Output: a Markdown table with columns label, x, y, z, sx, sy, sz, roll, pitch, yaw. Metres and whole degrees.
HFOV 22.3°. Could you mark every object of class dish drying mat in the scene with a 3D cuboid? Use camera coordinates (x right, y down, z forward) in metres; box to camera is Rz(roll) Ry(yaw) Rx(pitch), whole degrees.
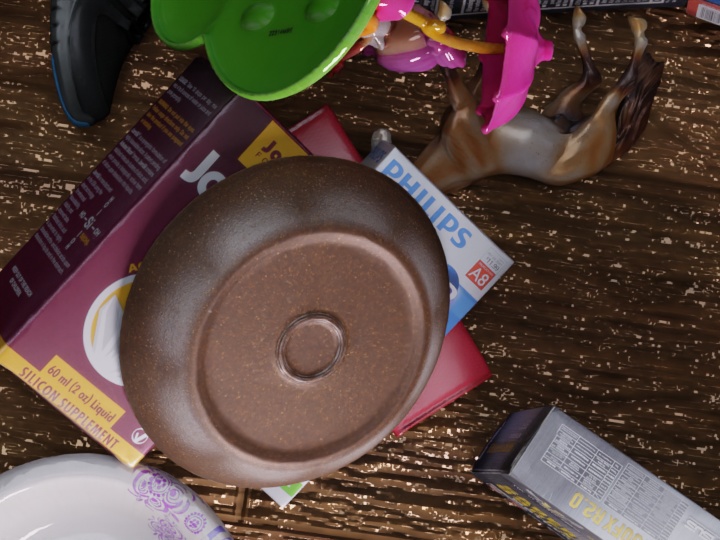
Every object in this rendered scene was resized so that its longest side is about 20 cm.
| label | x | y | z | sx | sy | sz | roll | pitch | yaw |
| --- | --- | --- | --- | --- | --- | --- | --- | --- | --- |
| dish drying mat | 0.000 | 0.000 | 1.142 | 0.077 | 0.018 | 0.200 | -31 | 86 | -6 |

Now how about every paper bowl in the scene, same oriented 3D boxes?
| label | x | y | z | sx | sy | sz | roll | pitch | yaw |
| --- | --- | --- | --- | --- | --- | --- | --- | --- | --- |
| paper bowl | -0.160 | 0.208 | 1.065 | 0.200 | 0.104 | 0.202 | 0 | 85 | -5 |

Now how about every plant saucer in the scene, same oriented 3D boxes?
| label | x | y | z | sx | sy | sz | roll | pitch | yaw |
| --- | --- | --- | --- | --- | --- | --- | --- | --- | --- |
| plant saucer | -0.033 | 0.037 | 1.008 | 0.200 | 0.037 | 0.201 | -10 | 115 | -21 |

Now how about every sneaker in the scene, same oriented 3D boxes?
| label | x | y | z | sx | sy | sz | roll | pitch | yaw |
| --- | --- | --- | --- | --- | --- | --- | --- | --- | --- |
| sneaker | -0.142 | -0.185 | 1.122 | 0.082 | 0.073 | 0.201 | 9 | 84 | -2 |

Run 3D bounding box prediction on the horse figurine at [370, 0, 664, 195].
| label | x | y | z | sx | sy | sz | roll | pitch | yaw |
| --- | --- | --- | --- | --- | --- | --- | --- | --- | --- |
| horse figurine | 0.104 | -0.099 | 1.129 | 0.199 | 0.050 | 0.133 | 1 | 109 | -21 |

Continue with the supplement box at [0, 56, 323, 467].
| label | x | y | z | sx | sy | sz | roll | pitch | yaw |
| --- | --- | --- | --- | --- | --- | --- | --- | --- | --- |
| supplement box | -0.109 | -0.006 | 1.028 | 0.200 | 0.086 | 0.110 | -48 | 118 | -1 |

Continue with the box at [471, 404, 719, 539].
| label | x | y | z | sx | sy | sz | roll | pitch | yaw |
| --- | --- | --- | --- | --- | --- | --- | --- | --- | --- |
| box | 0.167 | 0.156 | 1.066 | 0.200 | 0.158 | 0.048 | 35 | 83 | -1 |

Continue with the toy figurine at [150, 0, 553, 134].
| label | x | y | z | sx | sy | sz | roll | pitch | yaw |
| --- | --- | --- | --- | --- | --- | --- | --- | --- | --- |
| toy figurine | 0.013 | -0.136 | 1.011 | 0.184 | 0.200 | 0.151 | 20 | 76 | -41 |

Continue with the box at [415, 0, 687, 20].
| label | x | y | z | sx | sy | sz | roll | pitch | yaw |
| --- | --- | --- | --- | --- | --- | --- | --- | --- | --- |
| box | 0.106 | -0.247 | 1.073 | 0.197 | 0.200 | 0.124 | -5 | 69 | -5 |

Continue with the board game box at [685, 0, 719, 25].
| label | x | y | z | sx | sy | sz | roll | pitch | yaw |
| --- | --- | --- | --- | --- | --- | --- | --- | --- | --- |
| board game box | 0.283 | -0.217 | 1.122 | 0.103 | 0.019 | 0.200 | 23 | 62 | 12 |

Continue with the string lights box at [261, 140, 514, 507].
| label | x | y | z | sx | sy | sz | roll | pitch | yaw |
| --- | --- | --- | --- | --- | --- | --- | --- | --- | --- |
| string lights box | -0.016 | 0.030 | 1.090 | 0.103 | 0.059 | 0.200 | 43 | 92 | -10 |
